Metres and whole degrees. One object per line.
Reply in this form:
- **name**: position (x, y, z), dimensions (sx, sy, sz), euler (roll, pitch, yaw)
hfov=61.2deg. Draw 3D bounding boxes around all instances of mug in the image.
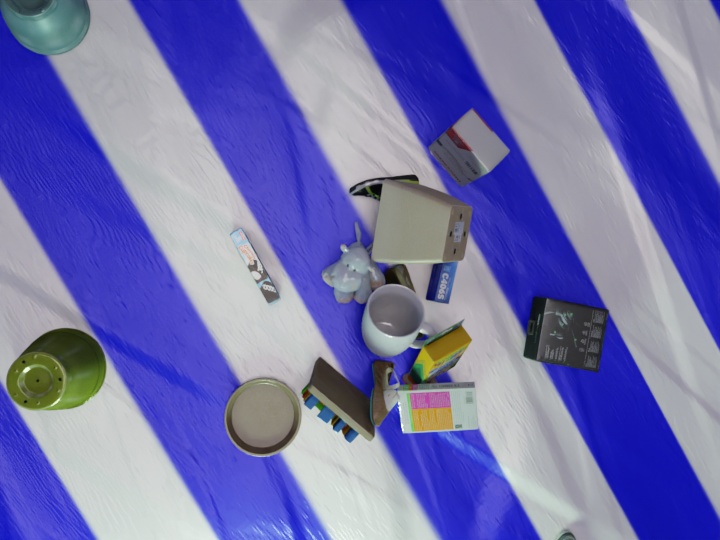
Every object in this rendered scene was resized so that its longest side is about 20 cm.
- **mug**: position (0.098, 0.149, 1.545), dimensions (0.198, 0.176, 0.149), euler (17, 57, 0)

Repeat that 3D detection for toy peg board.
- **toy peg board**: position (-0.067, 0.346, 1.531), dimensions (0.200, 0.199, 0.098), euler (41, 100, -6)

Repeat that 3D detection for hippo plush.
- **hippo plush**: position (0.000, 0.000, 1.547), dimensions (0.159, 0.161, 0.201), euler (35, 88, -5)

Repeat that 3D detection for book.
- **book**: position (0.201, 0.353, 1.577), dimensions (0.197, 0.048, 0.135), euler (-4, 118, 11)

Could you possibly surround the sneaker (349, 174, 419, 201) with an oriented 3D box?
- **sneaker**: position (0.071, -0.203, 1.611), dimensions (0.197, 0.072, 0.084), euler (-8, 92, -8)

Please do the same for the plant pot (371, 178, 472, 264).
- **plant pot**: position (0.163, -0.105, 1.504), dimensions (0.175, 0.199, 0.203), euler (15, 101, 31)

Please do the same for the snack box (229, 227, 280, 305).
- **snack box**: position (-0.264, -0.008, 1.537), dimensions (0.037, 0.116, 0.202), euler (-29, 94, -8)

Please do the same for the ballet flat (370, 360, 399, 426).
- **ballet flat**: position (0.065, 0.304, 1.551), dimensions (0.071, 0.201, 0.068), euler (-13, 123, 13)

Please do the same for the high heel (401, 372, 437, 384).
- **high heel**: position (0.200, 0.342, 1.641), dimensions (0.198, 0.097, 0.068), euler (23, 50, 13)

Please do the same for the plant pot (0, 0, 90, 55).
- **plant pot**: position (-0.770, -0.640, 1.460), dimensions (0.197, 0.134, 0.203), euler (0, 90, -9)

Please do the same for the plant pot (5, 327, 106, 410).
- **plant pot**: position (-0.724, 0.243, 1.426), dimensions (0.198, 0.193, 0.203), euler (0, 89, -8)

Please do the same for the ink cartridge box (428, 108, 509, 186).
- **ink cartridge box**: position (0.276, -0.313, 1.579), dimensions (0.083, 0.200, 0.147), euler (-44, 96, -10)

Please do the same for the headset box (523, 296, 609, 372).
- **headset box**: position (0.555, 0.172, 1.668), dimensions (0.197, 0.093, 0.177), euler (10, 88, -8)

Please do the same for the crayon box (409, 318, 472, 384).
- **crayon box**: position (0.205, 0.214, 1.550), dimensions (0.125, 0.201, 0.052), euler (-25, 64, -22)

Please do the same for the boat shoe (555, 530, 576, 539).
- **boat shoe**: position (0.559, 0.824, 1.677), dimensions (0.072, 0.062, 0.202), euler (19, 87, -8)

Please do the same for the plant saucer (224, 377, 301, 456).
- **plant saucer**: position (-0.252, 0.378, 1.578), dimensions (0.197, 0.029, 0.203), euler (0, 89, -8)

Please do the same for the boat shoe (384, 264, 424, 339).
- **boat shoe**: position (0.131, 0.082, 1.622), dimensions (0.063, 0.073, 0.203), euler (-23, 87, -39)

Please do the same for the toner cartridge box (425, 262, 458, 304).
- **toner cartridge box**: position (0.225, -0.014, 1.621), dimensions (0.043, 0.095, 0.203), euler (14, 88, -9)
